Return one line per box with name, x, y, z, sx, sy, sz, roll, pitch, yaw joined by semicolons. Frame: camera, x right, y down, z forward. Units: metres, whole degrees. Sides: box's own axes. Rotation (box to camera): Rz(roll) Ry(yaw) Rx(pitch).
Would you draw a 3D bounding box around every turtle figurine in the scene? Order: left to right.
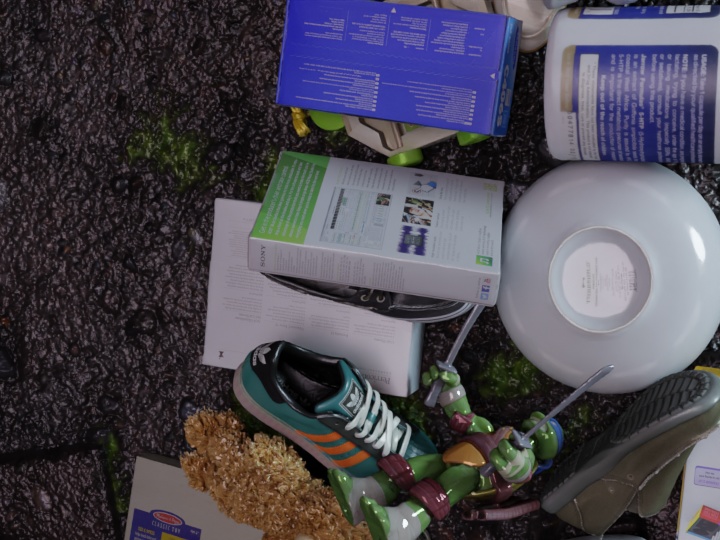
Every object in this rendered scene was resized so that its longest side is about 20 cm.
turtle figurine;0.072;0.124;0.936;0.192;0.202;0.144;-26;56;-20

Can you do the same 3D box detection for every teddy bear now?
teddy bear;-0.082;0.198;1.033;0.200;0.067;0.146;42;129;9

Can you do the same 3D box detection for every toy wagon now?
toy wagon;0.029;-0.168;1.031;0.197;0.039;0.158;-18;87;24

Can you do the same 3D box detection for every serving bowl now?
serving bowl;0.200;0.005;0.974;0.197;0.066;0.204;1;94;17

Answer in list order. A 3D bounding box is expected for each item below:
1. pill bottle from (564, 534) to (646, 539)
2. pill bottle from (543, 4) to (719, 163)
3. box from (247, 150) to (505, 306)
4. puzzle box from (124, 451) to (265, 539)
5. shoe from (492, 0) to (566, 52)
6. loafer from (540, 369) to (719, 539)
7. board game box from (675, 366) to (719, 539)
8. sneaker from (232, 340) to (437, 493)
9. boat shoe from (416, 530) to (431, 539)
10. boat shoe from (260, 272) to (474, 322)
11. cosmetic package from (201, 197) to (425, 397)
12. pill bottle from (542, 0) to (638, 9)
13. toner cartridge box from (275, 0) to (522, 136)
pill bottle;0.200;0.329;0.967;0.112;0.114;0.204;-11;89;19
pill bottle;0.248;-0.144;0.920;0.197;0.119;0.122;4;95;18
box;0.017;-0.038;0.965;0.196;0.145;0.037;10;124;3
puzzle box;-0.131;0.260;1.121;0.197;0.025;0.135;13;98;17
shoe;0.144;-0.283;0.979;0.069;0.053;0.204;11;99;18
loafer;0.229;0.152;0.956;0.070;0.075;0.200;42;132;-1
board game box;0.332;0.189;0.953;0.150;0.040;0.204;7;96;18
sneaker;-0.011;0.124;1.000;0.198;0.080;0.072;29;59;-12
boat shoe;-0.005;0.311;1.052;0.072;0.060;0.203;36;95;2
boat shoe;0.000;0.000;0.987;0.197;0.066;0.071;15;98;16
cosmetic package;-0.039;0.021;1.062;0.197;0.052;0.154;8;94;17
pill bottle;0.226;-0.269;0.901;0.197;0.111;0.113;-17;88;4
toner cartridge box;0.030;-0.171;0.985;0.197;0.043;0.097;12;100;23
